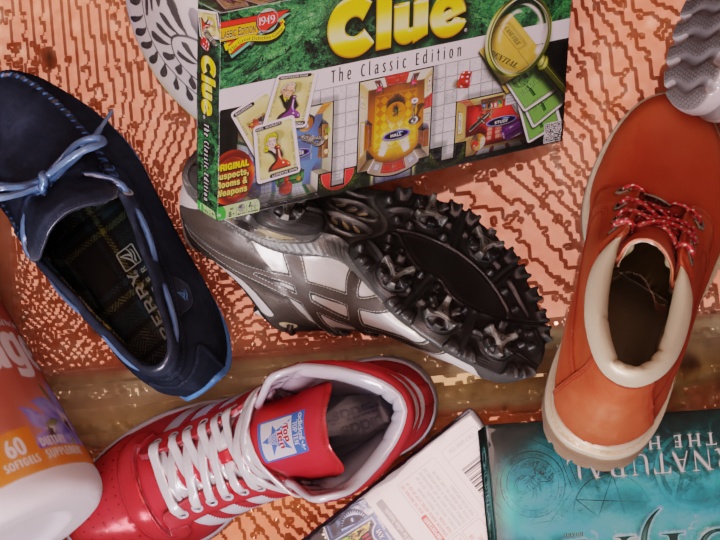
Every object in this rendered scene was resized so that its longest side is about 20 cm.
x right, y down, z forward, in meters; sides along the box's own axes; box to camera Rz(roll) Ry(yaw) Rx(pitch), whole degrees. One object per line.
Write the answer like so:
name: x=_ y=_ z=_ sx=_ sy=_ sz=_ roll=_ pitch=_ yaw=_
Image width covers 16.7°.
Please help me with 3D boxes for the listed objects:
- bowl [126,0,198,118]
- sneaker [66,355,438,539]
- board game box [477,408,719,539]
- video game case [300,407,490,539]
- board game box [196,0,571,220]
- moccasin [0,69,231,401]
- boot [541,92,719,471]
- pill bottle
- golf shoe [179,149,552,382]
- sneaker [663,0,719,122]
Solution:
bowl: x=-0.025 y=-0.159 z=1.208 sx=0.200 sy=0.094 sz=0.201 roll=0 pitch=86 yaw=4
sneaker: x=-0.060 y=0.092 z=1.193 sx=0.200 sy=0.112 sz=0.071 roll=-22 pitch=88 yaw=4
board game box: x=0.162 y=0.136 z=1.195 sx=0.200 sy=0.028 sz=0.135 roll=-4 pitch=80 yaw=-7
video game case: x=0.045 y=0.201 z=1.218 sx=0.181 sy=0.036 sz=0.200 roll=-39 pitch=85 yaw=0
board game box: x=0.014 y=-0.093 z=1.162 sx=0.200 sy=0.023 sz=0.105 roll=-15 pitch=118 yaw=-29
moccasin: x=-0.131 y=-0.027 z=1.214 sx=0.080 sy=0.068 sz=0.200 roll=-45 pitch=73 yaw=7
boot: x=0.141 y=-0.013 z=1.173 sx=0.075 sy=0.107 sz=0.200 roll=13 pitch=64 yaw=3
pill bottle: x=-0.219 y=0.051 z=1.199 sx=0.112 sy=0.112 sz=0.200 roll=-32 pitch=75 yaw=2
golf shoe: x=0.000 y=0.000 z=1.215 sx=0.200 sy=0.095 sz=0.078 roll=33 pitch=54 yaw=2
sneaker: x=0.217 y=-0.157 z=1.223 sx=0.082 sy=0.075 sz=0.200 roll=26 pitch=84 yaw=-29
